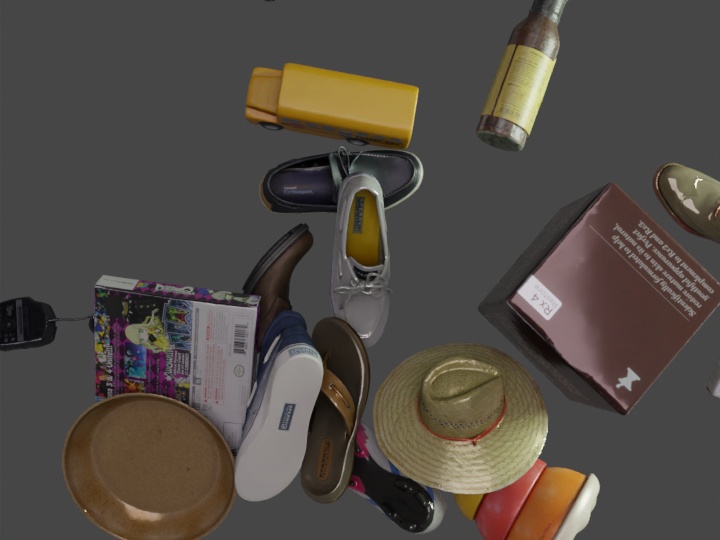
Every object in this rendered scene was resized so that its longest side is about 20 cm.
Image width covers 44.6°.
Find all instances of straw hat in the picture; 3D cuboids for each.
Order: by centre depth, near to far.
[{"bbox_3d":[0.110,0.137,0.953,0.196,0.086,0.204,-2,52,2],"label":"straw hat"}]

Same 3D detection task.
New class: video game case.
[{"bbox_3d":[-0.205,0.114,0.975,0.177,0.036,0.204,6,113,0],"label":"video game case"}]

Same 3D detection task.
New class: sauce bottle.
[{"bbox_3d":[0.197,-0.244,1.035,0.063,0.065,0.204,22,87,0],"label":"sauce bottle"}]

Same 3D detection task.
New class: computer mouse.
[{"bbox_3d":[-0.347,0.060,1.025,0.195,0.034,0.060,-6,70,-7],"label":"computer mouse"}]

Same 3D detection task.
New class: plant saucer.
[{"bbox_3d":[-0.231,0.217,0.980,0.195,0.036,0.205,1,113,2],"label":"plant saucer"}]

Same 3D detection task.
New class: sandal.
[{"bbox_3d":[-0.037,0.152,0.965,0.079,0.054,0.205,1,79,31],"label":"sandal"}]

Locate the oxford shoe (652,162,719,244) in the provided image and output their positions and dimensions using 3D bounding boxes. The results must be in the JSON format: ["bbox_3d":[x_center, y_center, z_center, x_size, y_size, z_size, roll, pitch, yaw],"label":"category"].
[{"bbox_3d":[0.433,-0.063,1.022,0.198,0.075,0.071,35,86,1],"label":"oxford shoe"}]

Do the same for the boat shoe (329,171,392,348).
[{"bbox_3d":[0.005,-0.001,0.978,0.073,0.086,0.207,2,107,-5],"label":"boat shoe"}]

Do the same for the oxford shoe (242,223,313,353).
[{"bbox_3d":[-0.102,0.040,1.011,0.083,0.073,0.202,32,98,-1],"label":"oxford shoe"}]

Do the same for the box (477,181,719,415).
[{"bbox_3d":[0.249,0.033,0.951,0.166,0.200,0.165,43,86,1],"label":"box"}]

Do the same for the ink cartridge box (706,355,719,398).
[{"bbox_3d":[0.528,0.085,1.002,0.194,0.047,0.204,21,104,2],"label":"ink cartridge box"}]

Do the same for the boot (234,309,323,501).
[{"bbox_3d":[-0.090,0.147,0.951,0.071,0.091,0.203,13,116,-21],"label":"boot"}]

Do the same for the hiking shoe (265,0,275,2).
[{"bbox_3d":[-0.109,-0.422,1.036,0.098,0.076,0.205,-16,86,1],"label":"hiking shoe"}]

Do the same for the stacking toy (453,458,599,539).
[{"bbox_3d":[0.155,0.245,0.987,0.198,0.146,0.148,33,86,18],"label":"stacking toy"}]

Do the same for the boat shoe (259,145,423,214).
[{"bbox_3d":[-0.022,-0.103,1.023,0.195,0.062,0.077,-6,84,-3],"label":"boat shoe"}]

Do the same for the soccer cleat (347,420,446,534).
[{"bbox_3d":[0.016,0.226,1.004,0.199,0.086,0.070,39,97,25],"label":"soccer cleat"}]

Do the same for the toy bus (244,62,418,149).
[{"bbox_3d":[-0.035,-0.192,1.020,0.195,0.078,0.067,10,86,-1],"label":"toy bus"}]
